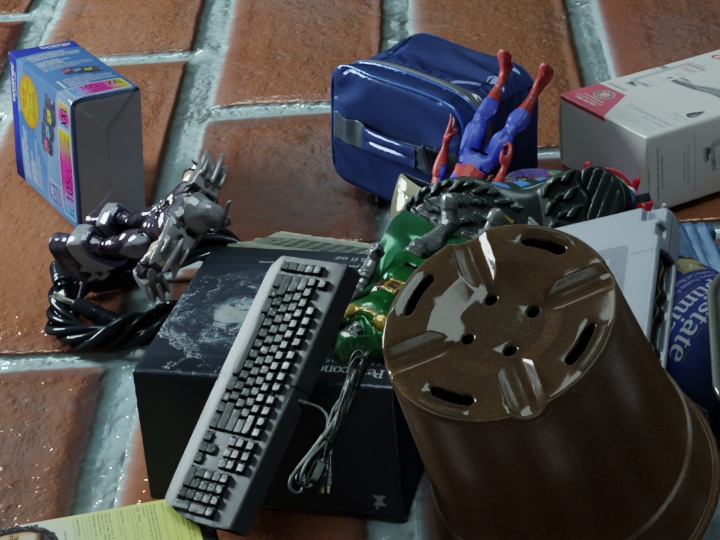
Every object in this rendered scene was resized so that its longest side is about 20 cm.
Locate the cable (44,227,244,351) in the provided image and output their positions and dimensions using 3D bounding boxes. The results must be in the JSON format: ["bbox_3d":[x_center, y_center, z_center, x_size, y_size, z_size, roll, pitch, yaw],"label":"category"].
[{"bbox_3d":[-0.174,0.015,1.630,0.199,0.051,0.163,-5,27,-2],"label":"cable"}]

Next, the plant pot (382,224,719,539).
[{"bbox_3d":[0.113,0.089,1.209,0.200,0.198,0.201,-13,49,15],"label":"plant pot"}]

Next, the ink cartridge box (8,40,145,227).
[{"bbox_3d":[-0.285,-0.140,1.851,0.076,0.137,0.200,-12,28,-26],"label":"ink cartridge box"}]

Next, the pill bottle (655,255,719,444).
[{"bbox_3d":[0.280,0.072,1.382,0.112,0.112,0.200,-20,30,-27],"label":"pill bottle"}]

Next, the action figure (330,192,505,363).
[{"bbox_3d":[0.035,0.011,1.359,0.118,0.055,0.200,16,37,25],"label":"action figure"}]

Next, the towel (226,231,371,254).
[{"bbox_3d":[0.000,0.000,1.578,0.200,0.035,0.193,9,7,12],"label":"towel"}]

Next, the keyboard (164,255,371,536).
[{"bbox_3d":[-0.052,0.084,1.270,0.127,0.021,0.200,10,70,36],"label":"keyboard"}]

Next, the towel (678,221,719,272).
[{"bbox_3d":[0.207,0.028,1.519,0.200,0.049,0.112,-12,61,-13],"label":"towel"}]

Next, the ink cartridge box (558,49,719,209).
[{"bbox_3d":[0.313,-0.137,1.813,0.200,0.083,0.146,-18,29,-24],"label":"ink cartridge box"}]

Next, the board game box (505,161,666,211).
[{"bbox_3d":[0.228,-0.062,1.652,0.158,0.039,0.200,-4,31,-45],"label":"board game box"}]

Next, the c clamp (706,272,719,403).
[{"bbox_3d":[0.323,0.041,1.298,0.170,0.027,0.200,6,42,10],"label":"c clamp"}]

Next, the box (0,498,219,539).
[{"bbox_3d":[-0.193,0.203,1.268,0.200,0.050,0.075,-9,28,-11],"label":"box"}]

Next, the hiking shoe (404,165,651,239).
[{"bbox_3d":[0.134,-0.042,1.565,0.200,0.075,0.087,-3,-5,27],"label":"hiking shoe"}]

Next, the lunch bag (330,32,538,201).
[{"bbox_3d":[0.068,-0.129,1.778,0.132,0.136,0.200,-28,36,-37],"label":"lunch bag"}]

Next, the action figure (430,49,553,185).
[{"bbox_3d":[0.103,-0.101,1.644,0.065,0.052,0.200,22,72,13],"label":"action figure"}]

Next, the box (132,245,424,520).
[{"bbox_3d":[-0.042,0.079,1.415,0.196,0.118,0.200,3,29,14],"label":"box"}]

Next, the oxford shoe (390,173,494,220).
[{"bbox_3d":[0.119,-0.049,1.666,0.200,0.074,0.071,5,7,14],"label":"oxford shoe"}]

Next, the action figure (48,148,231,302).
[{"bbox_3d":[-0.166,-0.034,1.547,0.200,0.069,0.130,-9,38,49],"label":"action figure"}]

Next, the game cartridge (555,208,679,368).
[{"bbox_3d":[0.164,0.053,1.391,0.133,0.040,0.200,-10,54,34],"label":"game cartridge"}]
